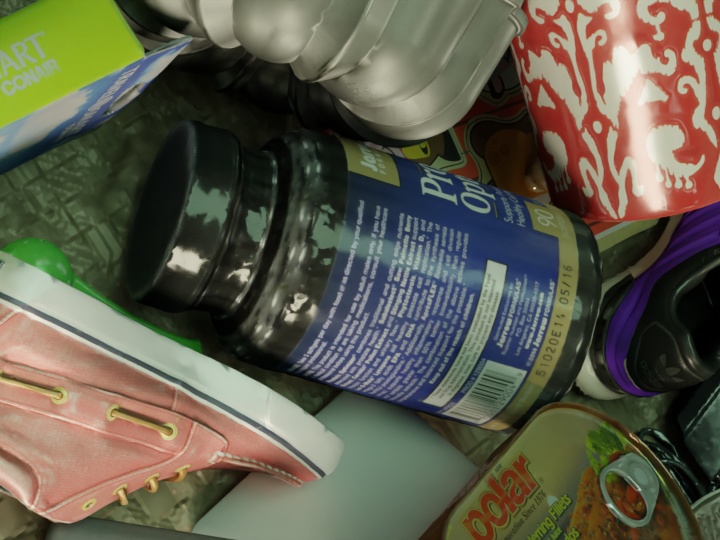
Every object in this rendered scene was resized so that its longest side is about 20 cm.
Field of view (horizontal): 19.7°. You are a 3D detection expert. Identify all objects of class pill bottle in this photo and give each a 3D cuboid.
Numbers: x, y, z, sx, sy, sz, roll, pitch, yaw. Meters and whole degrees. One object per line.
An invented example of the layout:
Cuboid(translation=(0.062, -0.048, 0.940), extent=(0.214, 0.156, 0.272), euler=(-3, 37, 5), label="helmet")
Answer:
Cuboid(translation=(0.000, 0.000, 0.950), extent=(0.200, 0.112, 0.112), euler=(17, 68, -20), label="pill bottle")

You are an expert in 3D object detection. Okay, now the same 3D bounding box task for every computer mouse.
Cuboid(translation=(0.224, 0.074, 1.090), extent=(0.138, 0.053, 0.200), euler=(39, 61, -13), label="computer mouse")

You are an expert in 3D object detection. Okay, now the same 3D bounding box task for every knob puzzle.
Cuboid(translation=(0.048, -0.074, 1.050), extent=(0.219, 0.030, 0.220), euler=(8, 72, -27), label="knob puzzle")

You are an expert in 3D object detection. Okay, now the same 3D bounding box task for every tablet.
Cuboid(translation=(0.035, 0.146, 0.940), extent=(0.200, 0.014, 0.130), euler=(40, 58, 15), label="tablet")

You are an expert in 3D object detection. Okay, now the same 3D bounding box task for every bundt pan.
Cuboid(translation=(-0.031, -0.116, 0.929), extent=(0.202, 0.202, 0.076), euler=(26, 83, -20), label="bundt pan")

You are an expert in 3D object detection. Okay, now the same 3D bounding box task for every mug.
Cuboid(translation=(0.142, -0.135, 0.964), extent=(0.133, 0.177, 0.200), euler=(-47, 130, -56), label="mug")

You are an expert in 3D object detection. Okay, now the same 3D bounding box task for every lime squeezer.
Cuboid(translation=(-0.165, 0.024, 0.908), extent=(0.200, 0.038, 0.071), euler=(-12, 113, -32), label="lime squeezer")

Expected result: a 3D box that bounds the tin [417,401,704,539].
Cuboid(translation=(0.084, 0.129, 0.887), extent=(0.112, 0.042, 0.200), euler=(52, 33, 0), label="tin")

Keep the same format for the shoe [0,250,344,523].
Cuboid(translation=(-0.102, 0.072, 0.896), extent=(0.200, 0.071, 0.091), euler=(30, 80, -32), label="shoe")

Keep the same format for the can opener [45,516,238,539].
Cuboid(translation=(-0.041, 0.148, 0.885), extent=(0.200, 0.067, 0.053), euler=(10, 58, 5), label="can opener")

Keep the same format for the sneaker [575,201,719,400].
Cuboid(translation=(0.197, -0.006, 1.064), extent=(0.070, 0.099, 0.200), euler=(52, 60, -21), label="sneaker")

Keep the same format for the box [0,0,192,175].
Cuboid(translation=(-0.179, -0.056, 0.864), extent=(0.200, 0.122, 0.048), euler=(-31, 91, -32), label="box")

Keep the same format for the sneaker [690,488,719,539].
Cuboid(translation=(0.116, 0.179, 0.994), extent=(0.200, 0.085, 0.073), euler=(-27, 72, -10), label="sneaker")
